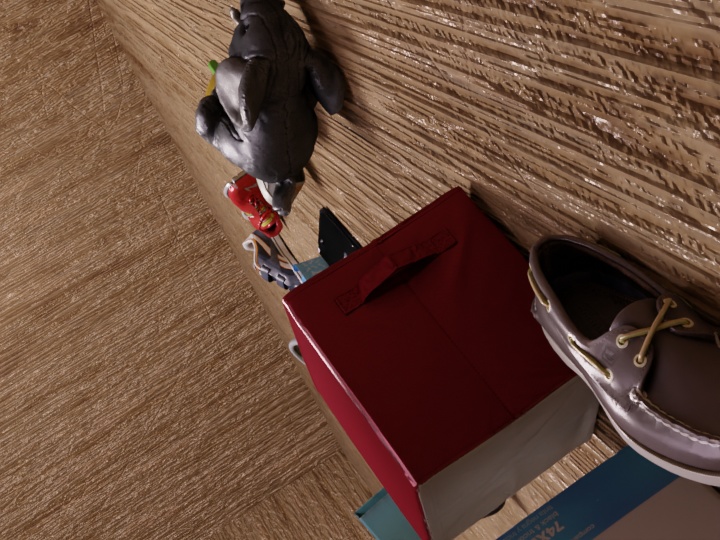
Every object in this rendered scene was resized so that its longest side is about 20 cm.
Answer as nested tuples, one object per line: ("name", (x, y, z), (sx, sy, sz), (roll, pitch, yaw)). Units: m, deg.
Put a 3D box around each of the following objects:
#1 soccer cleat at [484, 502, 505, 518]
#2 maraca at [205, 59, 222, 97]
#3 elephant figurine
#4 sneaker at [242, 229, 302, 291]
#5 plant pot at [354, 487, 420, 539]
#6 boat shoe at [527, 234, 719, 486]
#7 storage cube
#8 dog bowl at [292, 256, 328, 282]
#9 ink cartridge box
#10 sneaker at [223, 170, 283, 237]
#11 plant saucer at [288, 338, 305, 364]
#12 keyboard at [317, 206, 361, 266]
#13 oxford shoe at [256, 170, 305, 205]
("soccer cleat", (0.127, 0.254, 1.297), (0.200, 0.068, 0.073), (49, 162, 56))
("maraca", (-0.135, -0.190, 1.143), (0.200, 0.107, 0.138), (42, 158, 61))
("elephant figurine", (-0.086, -0.183, 0.908), (0.155, 0.142, 0.200), (30, 152, -1))
("sneaker", (-0.168, -0.002, 1.970), (0.200, 0.079, 0.079), (53, 168, 24))
("plant pot", (0.105, 0.632, 2.347), (0.200, 0.141, 0.141), (51, 170, 4))
("boat shoe", (0.150, 0.040, 0.516), (0.060, 0.072, 0.200), (61, 176, -30))
("storage cube", (0.068, 0.081, 0.754), (0.180, 0.170, 0.200), (52, 167, 30))
("dog bowl", (-0.061, 0.047, 1.659), (0.112, 0.049, 0.200), (54, 169, 26))
("ink cartridge box", (0.206, 0.243, 0.615), (0.200, 0.146, 0.147), (46, 164, 51))
("sneaker", (-0.182, -0.119, 1.738), (0.085, 0.077, 0.200), (49, 178, 22))
("plant saucer", (-0.024, 0.151, 1.642), (0.199, 0.050, 0.200), (23, 161, 8))
("keyboard", (0.000, 0.000, 1.300), (0.200, 0.039, 0.105), (51, 144, 44))
("oxford shoe", (-0.127, -0.183, 1.297), (0.058, 0.075, 0.201), (-30, 81, 39))
